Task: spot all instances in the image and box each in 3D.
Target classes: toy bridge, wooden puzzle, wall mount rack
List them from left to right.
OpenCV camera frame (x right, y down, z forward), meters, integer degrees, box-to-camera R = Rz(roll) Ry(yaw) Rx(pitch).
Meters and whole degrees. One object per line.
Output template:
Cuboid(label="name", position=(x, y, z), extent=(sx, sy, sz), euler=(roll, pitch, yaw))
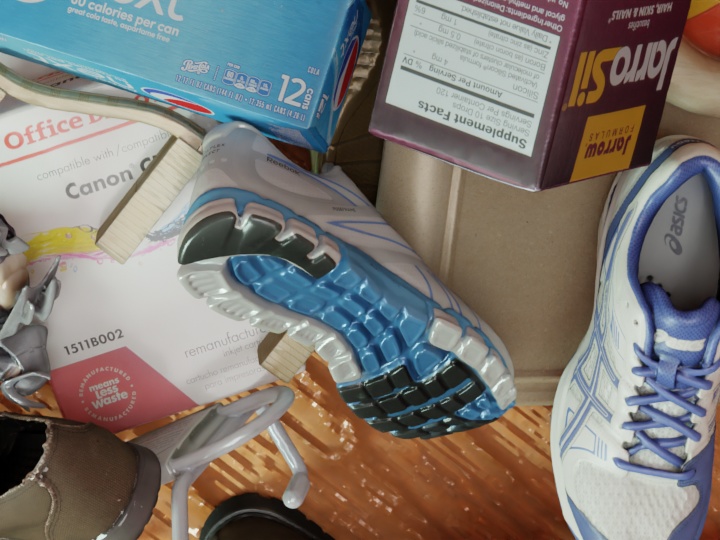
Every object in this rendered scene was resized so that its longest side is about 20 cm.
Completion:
Cuboid(label="wall mount rack", position=(-0.107, 0.130, 1.275), extent=(0.199, 0.174, 0.075), euler=(-24, 102, 28))
Cuboid(label="toy bridge", position=(-0.091, -0.035, 1.250), extent=(0.200, 0.027, 0.067), euler=(37, 101, -12))
Cuboid(label="wooden puzzle", position=(0.102, -0.028, 1.306), extent=(0.199, 0.037, 0.186), euler=(2, 107, -18))

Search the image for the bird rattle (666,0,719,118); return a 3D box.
Cuboid(label="bird rattle", position=(0.183, -0.138, 1.262), extent=(0.163, 0.113, 0.200), euler=(-34, 115, -3))

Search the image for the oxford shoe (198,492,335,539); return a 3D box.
Cuboid(label="oxford shoe", position=(0.011, 0.184, 1.356), extent=(0.199, 0.084, 0.073), euler=(27, 100, -11))

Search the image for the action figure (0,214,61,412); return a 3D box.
Cuboid(label="action figure", position=(-0.205, -0.014, 1.264), extent=(0.200, 0.069, 0.130), euler=(49, 131, 4))

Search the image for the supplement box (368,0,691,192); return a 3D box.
Cuboid(label="supplement box", position=(0.084, -0.143, 1.165), extent=(0.085, 0.110, 0.201), euler=(22, 109, 27))

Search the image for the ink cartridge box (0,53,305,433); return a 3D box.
Cuboid(label="ink cartridge box", position=(-0.110, -0.036, 1.299), extent=(0.116, 0.068, 0.201), euler=(-19, 105, 3))

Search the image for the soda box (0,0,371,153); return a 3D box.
Cuboid(label="soda box", position=(-0.100, -0.115, 1.221), extent=(0.199, 0.064, 0.068), euler=(18, 85, 8))

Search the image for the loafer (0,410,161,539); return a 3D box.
Cuboid(label="loafer", position=(-0.178, 0.087, 1.267), extent=(0.199, 0.073, 0.071), euler=(-8, 144, 38))

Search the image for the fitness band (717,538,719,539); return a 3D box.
Cuboid(label="fitness band", position=(0.191, 0.068, 1.329), extent=(0.199, 0.037, 0.144), euler=(-29, 112, -8))

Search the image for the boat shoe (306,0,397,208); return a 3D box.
Cuboid(label="boat shoe", position=(0.009, -0.099, 1.295), extent=(0.073, 0.063, 0.201), euler=(0, 110, -28))

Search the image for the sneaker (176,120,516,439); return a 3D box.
Cuboid(label="sneaker", position=(0.000, 0.000, 1.233), extent=(0.075, 0.087, 0.200), euler=(-28, 133, 26))

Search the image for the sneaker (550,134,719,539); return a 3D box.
Cuboid(label="sneaker", position=(0.127, 0.039, 1.240), extent=(0.075, 0.088, 0.201), euler=(4, 89, -3))
